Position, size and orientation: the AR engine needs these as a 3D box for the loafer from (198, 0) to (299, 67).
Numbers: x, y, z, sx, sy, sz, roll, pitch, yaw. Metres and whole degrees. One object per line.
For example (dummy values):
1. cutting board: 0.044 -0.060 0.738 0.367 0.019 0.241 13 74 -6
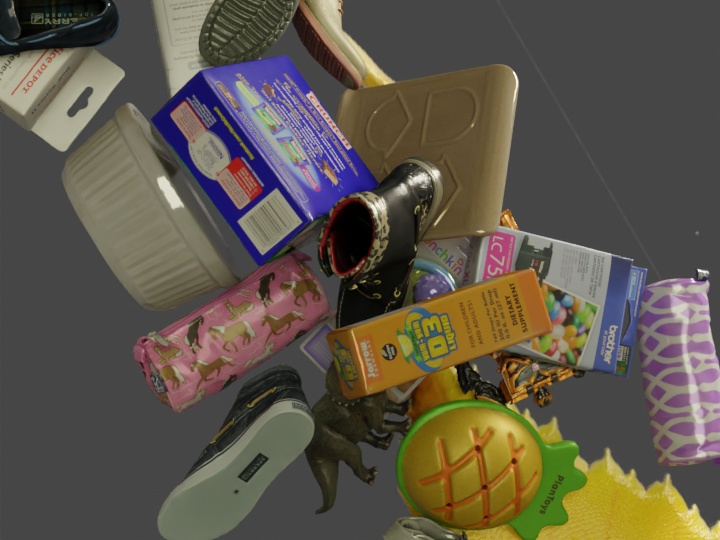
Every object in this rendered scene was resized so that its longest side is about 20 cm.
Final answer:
1. loafer: -0.090 -0.286 1.470 0.075 0.070 0.200 37 92 -14

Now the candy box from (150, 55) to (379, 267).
1. candy box: -0.081 -0.107 1.373 0.077 0.200 0.169 -38 87 24

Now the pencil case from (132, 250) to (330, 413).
1. pencil case: -0.125 0.059 1.462 0.199 0.087 0.083 -32 72 -12

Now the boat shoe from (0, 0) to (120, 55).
1. boat shoe: -0.334 -0.252 1.418 0.199 0.069 0.085 -11 81 -10

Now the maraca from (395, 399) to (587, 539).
1. maraca: 0.130 0.200 1.465 0.199 0.107 0.138 20 106 -16

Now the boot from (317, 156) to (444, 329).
1. boot: -0.001 -0.001 1.370 0.073 0.154 0.204 28 114 16

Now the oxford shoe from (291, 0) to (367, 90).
1. oxford shoe: -0.041 -0.282 1.531 0.074 0.071 0.201 -32 87 -13

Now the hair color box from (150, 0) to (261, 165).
1. hair color box: -0.154 -0.218 1.511 0.098 0.061 0.201 -10 83 -9

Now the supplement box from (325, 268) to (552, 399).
1. supplement box: 0.073 0.058 1.363 0.199 0.069 0.067 -18 92 -19

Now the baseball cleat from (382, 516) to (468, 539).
1. baseball cleat: 0.011 0.295 1.440 0.199 0.070 0.107 -13 119 -17

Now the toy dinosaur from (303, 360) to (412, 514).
1. toy dinosaur: -0.012 0.151 1.454 0.102 0.077 0.200 26 122 -8

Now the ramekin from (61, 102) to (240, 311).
1. ramekin: -0.206 -0.053 1.417 0.094 0.202 0.203 -31 87 0

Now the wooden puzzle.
1. wooden puzzle: 0.061 -0.108 1.482 0.199 0.046 0.186 -3 66 30

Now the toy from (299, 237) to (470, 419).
1. toy: 0.042 0.048 1.472 0.115 0.047 0.200 45 100 7

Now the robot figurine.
1. robot figurine: 0.149 0.048 1.511 0.144 0.058 0.201 -25 85 -5

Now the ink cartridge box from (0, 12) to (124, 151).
1. ink cartridge box: -0.348 -0.225 1.482 0.200 0.067 0.117 36 78 -1

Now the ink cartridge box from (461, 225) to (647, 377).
1. ink cartridge box: 0.196 0.032 1.463 0.199 0.042 0.120 13 83 -19

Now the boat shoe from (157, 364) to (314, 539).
1. boat shoe: -0.123 0.183 1.456 0.200 0.091 0.071 -42 117 14

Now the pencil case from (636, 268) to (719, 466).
1. pencil case: 0.334 0.103 1.521 0.085 0.084 0.201 3 80 -46
